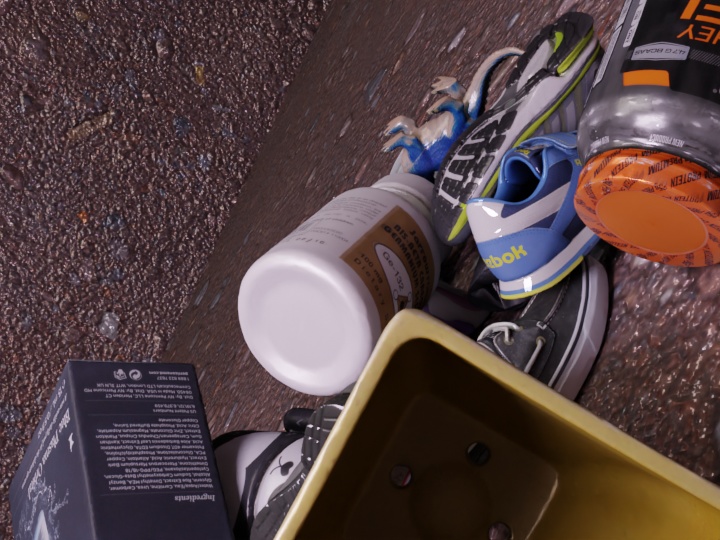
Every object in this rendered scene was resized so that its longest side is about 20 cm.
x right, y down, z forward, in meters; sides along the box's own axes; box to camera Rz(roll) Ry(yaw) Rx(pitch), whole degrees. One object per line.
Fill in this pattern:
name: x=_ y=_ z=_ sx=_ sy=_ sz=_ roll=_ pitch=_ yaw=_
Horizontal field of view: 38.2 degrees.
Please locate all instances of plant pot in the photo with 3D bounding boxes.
plant pot: x=0.056 y=0.146 z=0.549 sx=0.197 sy=0.193 sz=0.200 roll=-61 pitch=-1 yaw=1

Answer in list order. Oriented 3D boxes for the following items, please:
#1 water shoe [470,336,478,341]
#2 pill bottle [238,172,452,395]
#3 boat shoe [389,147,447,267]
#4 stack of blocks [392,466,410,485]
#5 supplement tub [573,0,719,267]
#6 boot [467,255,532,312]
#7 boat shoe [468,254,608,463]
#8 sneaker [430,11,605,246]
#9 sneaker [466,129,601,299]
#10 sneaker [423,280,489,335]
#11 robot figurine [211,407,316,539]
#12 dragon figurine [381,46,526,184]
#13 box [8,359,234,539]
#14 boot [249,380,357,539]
water shoe: x=0.053 y=0.097 z=0.841 sx=0.200 sy=0.078 sz=0.072 roll=-44 pitch=22 yaw=49
pill bottle: x=0.000 y=0.000 z=0.815 sx=0.115 sy=0.114 sz=0.200 roll=-50 pitch=-4 yaw=37
boat shoe: x=0.065 y=-0.065 z=1.016 sx=0.061 sy=0.075 sz=0.202 roll=-53 pitch=-15 yaw=-44
stack of blocks: x=0.011 y=0.219 z=0.745 sx=0.202 sy=0.058 sz=0.115 roll=-61 pitch=18 yaw=-21
supplement tub: x=0.204 y=-0.114 z=0.623 sx=0.203 sy=0.121 sz=0.122 roll=-67 pitch=16 yaw=-18
boot: x=0.129 y=-0.049 z=0.899 sx=0.165 sy=0.065 sz=0.203 roll=-44 pitch=26 yaw=54
boat shoe: x=0.109 y=0.067 z=0.713 sx=0.203 sy=0.070 sz=0.072 roll=-64 pitch=14 yaw=-21
sneaker: x=0.132 y=-0.095 z=0.799 sx=0.201 sy=0.081 sz=0.074 roll=-51 pitch=25 yaw=3
sneaker: x=0.152 y=-0.071 z=0.740 sx=0.200 sy=0.083 sz=0.074 roll=-45 pitch=12 yaw=-24
sneaker: x=0.036 y=0.041 z=0.963 sx=0.199 sy=0.079 sz=0.090 roll=30 pitch=105 yaw=58
robot figurine: x=-0.075 y=0.198 z=0.882 sx=0.198 sy=0.123 sz=0.154 roll=-6 pitch=85 yaw=47
dragon figurine: x=0.085 y=-0.107 z=0.893 sx=0.199 sy=0.099 sz=0.059 roll=-40 pitch=23 yaw=24
box: x=-0.200 y=0.212 z=0.849 sx=0.198 sy=0.116 sz=0.202 roll=-55 pitch=43 yaw=38
boot: x=-0.001 y=0.135 z=0.743 sx=0.130 sy=0.067 sz=0.202 roll=-38 pitch=-21 yaw=-51
